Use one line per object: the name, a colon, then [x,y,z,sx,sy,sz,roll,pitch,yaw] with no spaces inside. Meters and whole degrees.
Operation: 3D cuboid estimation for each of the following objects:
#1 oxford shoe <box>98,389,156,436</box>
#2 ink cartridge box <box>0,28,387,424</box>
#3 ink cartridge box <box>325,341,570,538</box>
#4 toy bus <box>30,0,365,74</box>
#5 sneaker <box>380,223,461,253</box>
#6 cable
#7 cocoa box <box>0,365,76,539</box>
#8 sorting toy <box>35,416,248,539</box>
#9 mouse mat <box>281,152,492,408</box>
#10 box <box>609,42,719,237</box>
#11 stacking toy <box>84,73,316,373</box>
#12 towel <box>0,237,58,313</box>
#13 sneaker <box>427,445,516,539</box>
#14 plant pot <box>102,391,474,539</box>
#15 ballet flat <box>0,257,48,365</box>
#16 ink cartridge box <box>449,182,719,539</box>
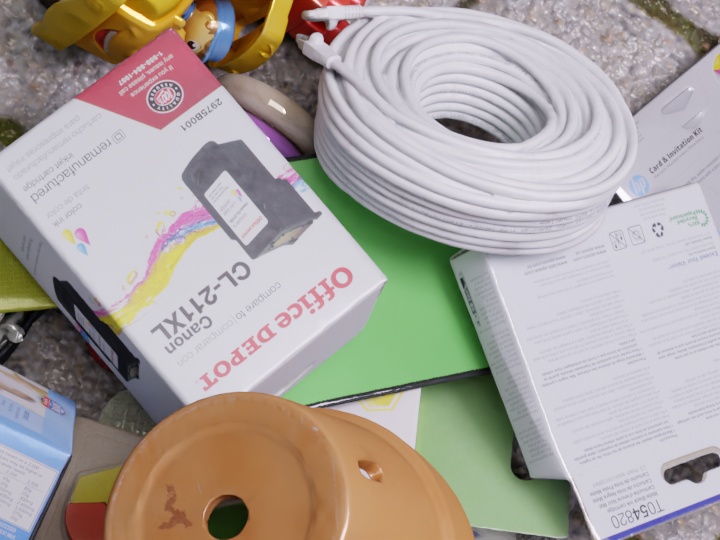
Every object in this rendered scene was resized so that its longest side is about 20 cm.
oxford shoe: [-0.092,0.156,1.504,0.075,0.058,0.200,-36,63,8]
ink cartridge box: [-0.103,-0.015,1.457,0.146,0.083,0.200,-39,82,-20]
ink cartridge box: [0.034,0.084,1.544,0.199,0.048,0.146,5,52,3]
toy bus: [-0.086,-0.191,1.584,0.192,0.136,0.201,38,63,-19]
sneaker: [0.052,0.007,1.606,0.199,0.073,0.078,6,88,-11]
cable: [0.069,-0.087,1.542,0.199,0.069,0.200,-6,43,-29]
cocoa box: [-0.240,0.114,1.375,0.133,0.200,0.132,26,92,-7]
sorting toy: [-0.125,0.190,1.441,0.199,0.037,0.186,15,71,21]
mouse mat: [0.000,0.000,1.538,0.199,0.008,0.162,-10,73,-24]
box: [0.261,-0.039,1.691,0.156,0.041,0.200,-39,91,-21]
stacking toy: [-0.103,-0.020,1.567,0.085,0.085,0.201,32,77,-6]
towel: [-0.202,-0.017,1.493,0.199,0.018,0.087,-6,73,-13]
sneaker: [0.014,0.193,1.546,0.200,0.075,0.088,-37,90,-20]
plant pot: [-0.048,0.154,1.335,0.199,0.140,0.201,-7,64,15]
ballet flat: [-0.206,-0.004,1.534,0.073,0.073,0.200,37,70,-5]
ink cartridge box: [0.170,0.059,1.570,0.199,0.041,0.201,-14,79,-37]
